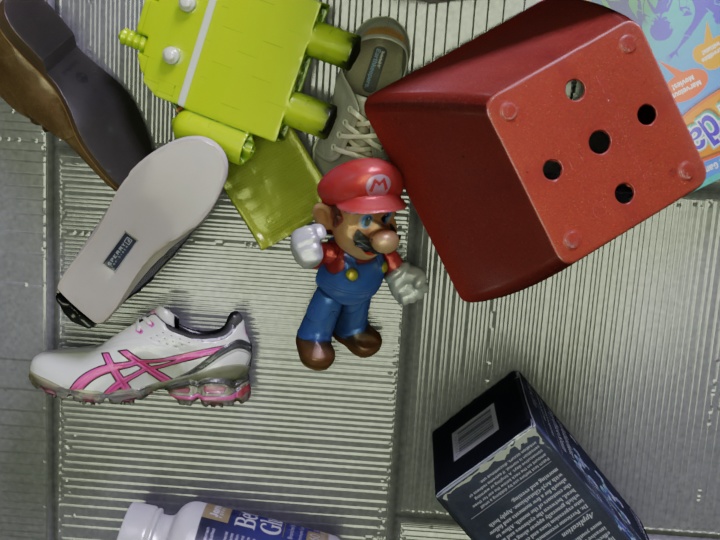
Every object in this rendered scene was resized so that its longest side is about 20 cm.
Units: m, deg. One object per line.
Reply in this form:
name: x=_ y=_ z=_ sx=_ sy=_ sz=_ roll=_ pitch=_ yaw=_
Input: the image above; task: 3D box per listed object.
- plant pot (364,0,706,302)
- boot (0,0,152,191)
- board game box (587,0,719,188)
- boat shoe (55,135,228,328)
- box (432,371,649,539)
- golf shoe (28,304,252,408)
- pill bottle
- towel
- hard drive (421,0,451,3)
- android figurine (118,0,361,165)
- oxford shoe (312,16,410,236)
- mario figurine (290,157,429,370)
plant pot: x=0.151 y=-0.098 z=0.860 sx=0.200 sy=0.176 sz=0.200 roll=-30 pitch=101 yaw=-11
boot: x=-0.258 y=-0.144 z=0.959 sx=0.075 sy=0.074 sz=0.200 roll=-25 pitch=107 yaw=37
board game box: x=0.291 y=-0.182 z=0.930 sx=0.152 sy=0.045 sz=0.200 roll=-27 pitch=100 yaw=8
boat shoe: x=-0.184 y=-0.043 z=0.951 sx=0.075 sy=0.093 sz=0.200 roll=44 pitch=104 yaw=-8
box: x=0.165 y=0.214 z=0.968 sx=0.107 sy=0.148 sz=0.200 roll=-38 pitch=99 yaw=10
golf shoe: x=-0.199 y=0.075 z=0.994 sx=0.200 sy=0.073 sz=0.092 roll=0 pitch=96 yaw=-8
pill bottle: x=-0.125 y=0.278 z=1.011 sx=0.200 sy=0.111 sz=0.111 roll=14 pitch=102 yaw=-1
towel: x=-0.105 y=-0.122 z=0.955 sx=0.086 sy=0.018 sz=0.200 roll=-31 pitch=93 yaw=17
hard drive: x=0.135 y=-0.237 z=0.852 sx=0.200 sy=0.132 sz=0.027 roll=-2 pitch=98 yaw=20
android figurine: x=-0.106 y=-0.187 z=0.914 sx=0.200 sy=0.041 sz=0.182 roll=23 pitch=103 yaw=6
oxford shoe: x=0.000 y=-0.121 z=0.948 sx=0.075 sy=0.058 sz=0.200 roll=12 pitch=104 yaw=-3
mario figurine: x=0.000 y=0.000 z=0.921 sx=0.106 sy=0.123 sz=0.200 roll=18 pitch=124 yaw=12
